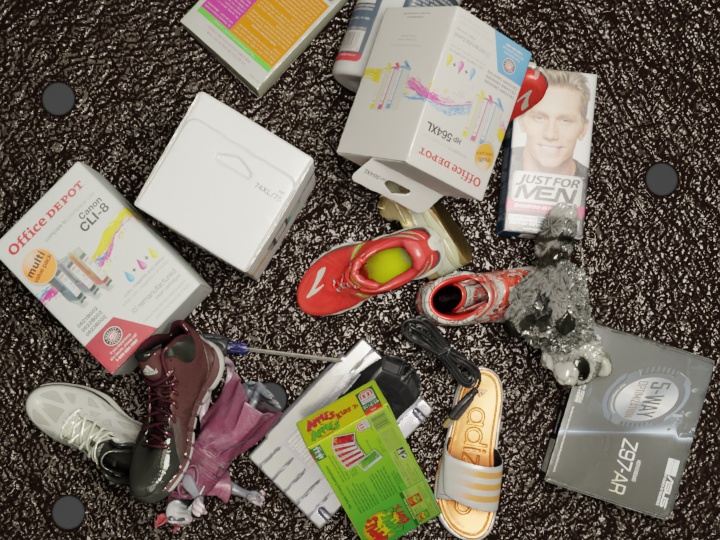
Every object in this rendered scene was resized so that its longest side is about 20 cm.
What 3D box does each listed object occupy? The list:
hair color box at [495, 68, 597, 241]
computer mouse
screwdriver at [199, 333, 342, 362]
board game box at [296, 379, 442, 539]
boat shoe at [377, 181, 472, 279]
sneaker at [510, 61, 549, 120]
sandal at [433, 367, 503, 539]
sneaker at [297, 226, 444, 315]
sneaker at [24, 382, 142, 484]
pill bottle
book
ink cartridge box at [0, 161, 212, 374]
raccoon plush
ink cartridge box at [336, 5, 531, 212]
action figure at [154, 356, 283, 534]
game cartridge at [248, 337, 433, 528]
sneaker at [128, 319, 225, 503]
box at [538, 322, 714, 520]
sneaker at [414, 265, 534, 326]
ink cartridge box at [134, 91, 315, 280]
[{"bbox_3d":[0.225,-0.140,1.439,0.099,0.061,0.202,6,86,-2],"label":"hair color box"},{"bbox_3d":[0.047,0.155,1.397,0.140,0.046,0.200,36,95,-22],"label":"computer mouse"},{"bbox_3d":[-0.119,0.097,1.427,0.198,0.029,0.028,6,89,1],"label":"screwdriver"},{"bbox_3d":[0.013,0.228,1.361,0.101,0.048,0.201,-28,127,-3],"label":"board game box"},{"bbox_3d":[0.056,-0.080,1.425,0.066,0.074,0.201,-34,81,20],"label":"boat shoe"},{"bbox_3d":[0.142,-0.171,1.384,0.077,0.199,0.085,31,48,-30],"label":"sneaker"},{"bbox_3d":[0.133,0.220,1.416,0.078,0.059,0.209,5,87,-1],"label":"sandal"},{"bbox_3d":[0.000,0.000,1.381,0.199,0.085,0.077,-25,90,26],"label":"sneaker"},{"bbox_3d":[-0.306,0.188,1.377,0.199,0.115,0.076,25,86,0],"label":"sneaker"},{"bbox_3d":[0.053,-0.306,1.414,0.119,0.120,0.201,20,86,0],"label":"pill bottle"},{"bbox_3d":[-0.106,-0.332,1.449,0.134,0.048,0.200,42,85,3],"label":"book"},{"bbox_3d":[-0.295,-0.001,1.374,0.200,0.145,0.145,45,87,2],"label":"ink cartridge box"},{"bbox_3d":[0.255,0.038,1.376,0.134,0.096,0.201,38,72,-39],"label":"raccoon plush"},{"bbox_3d":[0.077,-0.171,1.303,0.128,0.125,0.202,22,85,-39],"label":"ink cartridge box"},{"bbox_3d":[-0.177,0.209,1.354,0.149,0.134,0.200,38,86,24],"label":"action figure"},{"bbox_3d":[-0.025,0.193,1.427,0.130,0.038,0.200,45,87,5],"label":"game cartridge"},{"bbox_3d":[-0.225,0.143,1.295,0.075,0.116,0.201,2,57,26],"label":"sneaker"},{"bbox_3d":[0.321,0.180,1.431,0.159,0.044,0.202,18,86,0],"label":"box"},{"bbox_3d":[0.166,0.031,1.403,0.199,0.108,0.068,-6,87,-2],"label":"sneaker"},{"bbox_3d":[-0.148,-0.090,1.355,0.146,0.200,0.147,31,86,1],"label":"ink cartridge box"}]
